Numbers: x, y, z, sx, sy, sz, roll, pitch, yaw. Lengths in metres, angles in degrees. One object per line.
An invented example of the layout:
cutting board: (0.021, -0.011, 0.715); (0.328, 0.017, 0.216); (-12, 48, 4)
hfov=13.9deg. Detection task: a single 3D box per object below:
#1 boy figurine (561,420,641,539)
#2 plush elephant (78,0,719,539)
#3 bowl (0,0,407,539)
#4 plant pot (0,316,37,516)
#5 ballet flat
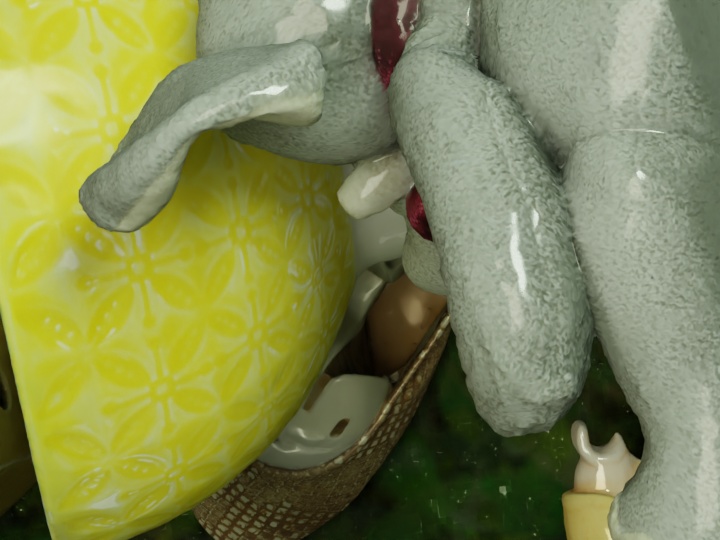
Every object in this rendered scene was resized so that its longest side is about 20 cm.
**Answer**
boy figurine: (0.116, 0.079, 0.816); (0.124, 0.064, 0.200); (8, 101, -1)
plush elephant: (0.030, -0.041, 0.653); (0.155, 0.165, 0.200); (-3, 129, 46)
bowl: (-0.046, -0.034, 0.767); (0.108, 0.200, 0.200); (-12, 92, -5)
plant pot: (-0.200, 0.028, 0.854); (0.200, 0.194, 0.196); (-16, 90, 13)
ballet flat: (0.000, 0.000, 0.845); (0.070, 0.065, 0.200); (33, 105, 10)
